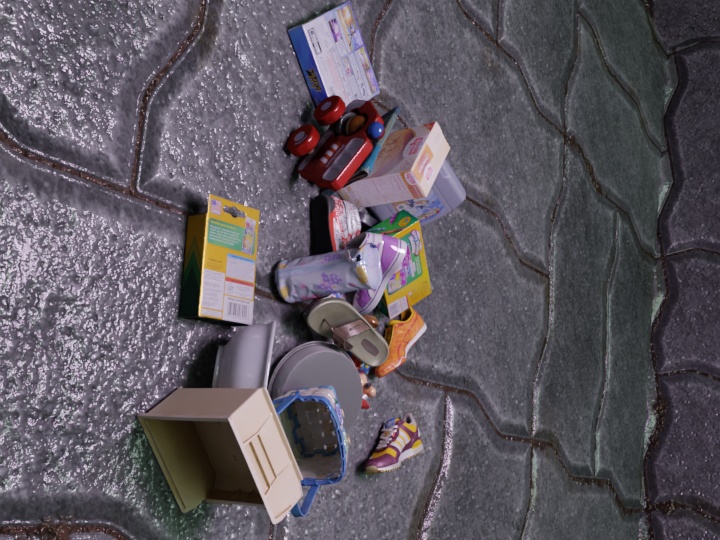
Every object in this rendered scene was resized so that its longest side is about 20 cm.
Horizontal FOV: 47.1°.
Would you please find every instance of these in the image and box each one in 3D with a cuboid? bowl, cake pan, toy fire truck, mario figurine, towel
[{"bbox_3d":[-0.195,0.176,1.360,0.201,0.089,0.205,-171,-90,-84],"label":"bowl"},{"bbox_3d":[-0.077,0.234,1.529,0.197,0.037,0.204,-2,94,-31],"label":"cake pan"},{"bbox_3d":[-0.031,-0.242,1.577,0.201,0.167,0.112,-51,129,-14],"label":"toy fire truck"},{"bbox_3d":[0.009,0.199,1.656,0.123,0.105,0.203,42,53,-45],"label":"mario figurine"},{"bbox_3d":[0.004,-0.238,1.669,0.022,0.146,0.201,43,50,-21],"label":"towel"}]

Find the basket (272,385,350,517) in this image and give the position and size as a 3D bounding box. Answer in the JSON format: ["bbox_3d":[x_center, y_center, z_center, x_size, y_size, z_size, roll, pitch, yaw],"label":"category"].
[{"bbox_3d":[-0.096,0.285,1.385,0.200,0.137,0.179,-45,125,-64],"label":"basket"}]

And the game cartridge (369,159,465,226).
[{"bbox_3d":[0.118,-0.155,1.770,0.134,0.198,0.042,52,26,-33],"label":"game cartridge"}]

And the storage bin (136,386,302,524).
[{"bbox_3d":[-0.211,0.284,1.269,0.094,0.197,0.201,-41,118,-49],"label":"storage bin"}]

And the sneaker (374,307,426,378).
[{"bbox_3d":[0.073,0.157,1.793,0.077,0.073,0.201,47,42,-10],"label":"sneaker"}]

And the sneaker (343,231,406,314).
[{"bbox_3d":[0.000,-0.001,1.616,0.113,0.202,0.073,14,40,-17],"label":"sneaker"}]

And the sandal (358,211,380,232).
[{"bbox_3d":[0.051,-0.084,1.766,0.199,0.075,0.043,35,66,-46],"label":"sandal"}]

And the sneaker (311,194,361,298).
[{"bbox_3d":[-0.044,-0.045,1.644,0.107,0.066,0.205,8,77,-50],"label":"sneaker"}]

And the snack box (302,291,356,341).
[{"bbox_3d":[-0.045,0.060,1.664,0.200,0.024,0.073,-48,123,-45],"label":"snack box"}]

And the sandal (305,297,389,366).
[{"bbox_3d":[-0.015,0.118,1.537,0.200,0.057,0.080,36,100,-27],"label":"sandal"}]

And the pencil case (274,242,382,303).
[{"bbox_3d":[-0.058,0.006,1.509,0.090,0.197,0.085,3,78,-63],"label":"pencil case"}]

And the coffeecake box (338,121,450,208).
[{"bbox_3d":[0.065,-0.214,1.699,0.073,0.198,0.155,55,46,-32],"label":"coffeecake box"}]

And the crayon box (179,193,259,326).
[{"bbox_3d":[-0.235,-0.014,1.394,0.125,0.051,0.204,16,74,-52],"label":"crayon box"}]

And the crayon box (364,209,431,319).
[{"bbox_3d":[0.076,-0.011,1.730,0.118,0.058,0.202,-30,131,-20],"label":"crayon box"}]

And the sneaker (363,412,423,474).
[{"bbox_3d":[0.061,0.364,1.742,0.199,0.074,0.092,-13,88,-60],"label":"sneaker"}]

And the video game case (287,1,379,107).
[{"bbox_3d":[-0.050,-0.427,1.698,0.181,0.045,0.203,-43,120,-45],"label":"video game case"}]
